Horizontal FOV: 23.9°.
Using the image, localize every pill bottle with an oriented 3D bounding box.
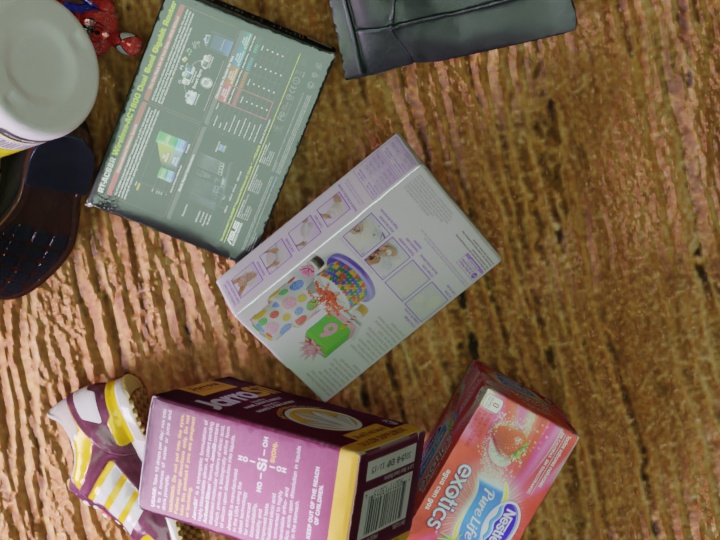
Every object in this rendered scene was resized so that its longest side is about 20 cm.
[{"bbox_3d":[-0.307,-0.142,1.339,0.114,0.199,0.115,10,76,-43],"label":"pill bottle"}]

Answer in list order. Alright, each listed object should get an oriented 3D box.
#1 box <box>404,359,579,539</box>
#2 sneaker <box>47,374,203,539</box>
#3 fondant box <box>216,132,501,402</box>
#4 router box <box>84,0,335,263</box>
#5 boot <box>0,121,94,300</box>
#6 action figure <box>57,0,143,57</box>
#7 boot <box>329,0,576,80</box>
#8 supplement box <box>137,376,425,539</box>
[{"bbox_3d":[0.096,0.194,1.491,0.094,0.103,0.201,28,98,-9],"label":"box"},{"bbox_3d":[-0.205,0.194,1.492,0.090,0.075,0.201,-18,97,9],"label":"sneaker"},{"bbox_3d":[0.000,0.000,1.434,0.200,0.058,0.144,-40,132,4],"label":"fondant box"},{"bbox_3d":[-0.126,-0.122,1.428,0.149,0.062,0.201,22,100,-9],"label":"router box"},{"bbox_3d":[-0.274,-0.068,1.435,0.074,0.097,0.200,15,130,-25],"label":"boot"},{"bbox_3d":[-0.273,-0.217,1.395,0.199,0.052,0.066,20,95,-1],"label":"action figure"},{"bbox_3d":[0.070,-0.255,1.409,0.199,0.066,0.166,-11,111,2],"label":"boot"},{"bbox_3d":[-0.065,0.165,1.418,0.199,0.131,0.104,12,100,24],"label":"supplement box"}]
